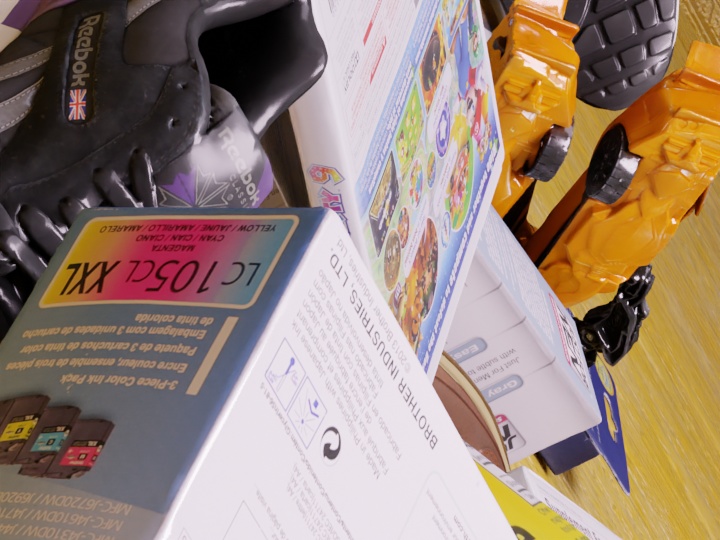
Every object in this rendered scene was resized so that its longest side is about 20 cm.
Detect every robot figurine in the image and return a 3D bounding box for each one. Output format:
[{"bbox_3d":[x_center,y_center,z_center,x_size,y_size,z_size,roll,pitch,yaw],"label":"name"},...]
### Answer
[{"bbox_3d":[0.064,-0.025,1.128,0.144,0.200,0.058,20,53,-14],"label":"robot figurine"}]

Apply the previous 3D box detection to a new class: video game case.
[{"bbox_3d":[0.011,-0.062,0.903,0.201,0.018,0.144,77,23,-43],"label":"video game case"}]

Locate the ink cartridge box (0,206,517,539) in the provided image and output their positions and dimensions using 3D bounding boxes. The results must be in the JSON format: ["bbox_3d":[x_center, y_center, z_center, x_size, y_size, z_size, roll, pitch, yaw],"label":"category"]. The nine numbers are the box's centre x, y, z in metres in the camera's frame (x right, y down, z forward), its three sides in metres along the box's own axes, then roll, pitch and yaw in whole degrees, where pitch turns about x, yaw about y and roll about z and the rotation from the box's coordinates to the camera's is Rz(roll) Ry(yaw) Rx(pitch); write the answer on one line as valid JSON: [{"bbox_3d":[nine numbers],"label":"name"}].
[{"bbox_3d":[-0.046,0.102,0.614,0.137,0.076,0.201,61,40,-36],"label":"ink cartridge box"}]

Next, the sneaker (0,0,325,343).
[{"bbox_3d":[-0.073,-0.020,0.698,0.200,0.087,0.076,-63,142,-42],"label":"sneaker"}]

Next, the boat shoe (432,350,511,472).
[{"bbox_3d":[0.027,0.095,1.040,0.200,0.072,0.068,57,13,-34],"label":"boat shoe"}]

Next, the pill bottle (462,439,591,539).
[{"bbox_3d":[0.018,0.109,0.777,0.200,0.113,0.112,37,10,11],"label":"pill bottle"}]

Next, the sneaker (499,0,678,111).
[{"bbox_3d":[0.083,-0.153,1.181,0.088,0.075,0.201,44,23,-70],"label":"sneaker"}]

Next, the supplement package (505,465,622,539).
[{"bbox_3d":[0.054,0.182,0.890,0.109,0.113,0.201,39,27,-61],"label":"supplement package"}]

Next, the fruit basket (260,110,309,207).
[{"bbox_3d":[-0.062,-0.117,0.892,0.186,0.093,0.201,-103,176,-48],"label":"fruit basket"}]

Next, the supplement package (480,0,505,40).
[{"bbox_3d":[-0.022,-0.116,1.136,0.114,0.109,0.200,67,14,15],"label":"supplement package"}]

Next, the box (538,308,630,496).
[{"bbox_3d":[0.076,0.018,1.443,0.200,0.032,0.121,55,16,-25],"label":"box"}]

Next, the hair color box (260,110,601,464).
[{"bbox_3d":[0.000,0.000,1.055,0.200,0.099,0.061,53,17,-38],"label":"hair color box"}]
